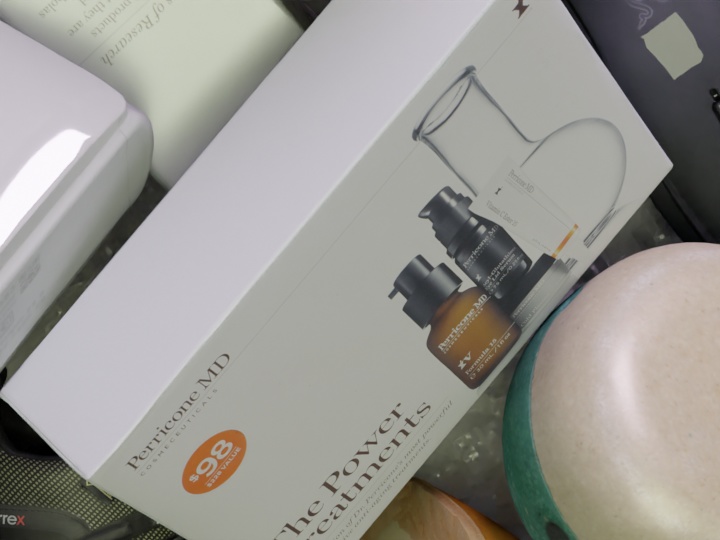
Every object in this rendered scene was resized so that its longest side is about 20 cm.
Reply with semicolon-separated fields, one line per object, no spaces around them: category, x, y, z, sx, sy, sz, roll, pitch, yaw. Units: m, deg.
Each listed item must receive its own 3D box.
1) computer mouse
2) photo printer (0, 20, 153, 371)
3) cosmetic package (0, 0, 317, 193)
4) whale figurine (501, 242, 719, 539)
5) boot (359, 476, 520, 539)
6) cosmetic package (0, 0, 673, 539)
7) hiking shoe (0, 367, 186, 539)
computer mouse;0.156;-0.061;0.807;0.140;0.046;0.200;-29;108;2
photo printer;-0.187;-0.029;0.668;0.200;0.069;0.166;31;64;12
cosmetic package;-0.096;-0.118;0.726;0.074;0.102;0.200;-43;109;7
whale figurine;0.133;0.087;0.788;0.200;0.104;0.159;46;57;-4
boot;0.093;0.149;0.812;0.144;0.201;0.071;13;111;-36
cosmetic package;0.000;0.000;0.722;0.200;0.052;0.151;-50;145;-1
hiking shoe;-0.079;0.097;0.803;0.200;0.076;0.101;30;103;-14
